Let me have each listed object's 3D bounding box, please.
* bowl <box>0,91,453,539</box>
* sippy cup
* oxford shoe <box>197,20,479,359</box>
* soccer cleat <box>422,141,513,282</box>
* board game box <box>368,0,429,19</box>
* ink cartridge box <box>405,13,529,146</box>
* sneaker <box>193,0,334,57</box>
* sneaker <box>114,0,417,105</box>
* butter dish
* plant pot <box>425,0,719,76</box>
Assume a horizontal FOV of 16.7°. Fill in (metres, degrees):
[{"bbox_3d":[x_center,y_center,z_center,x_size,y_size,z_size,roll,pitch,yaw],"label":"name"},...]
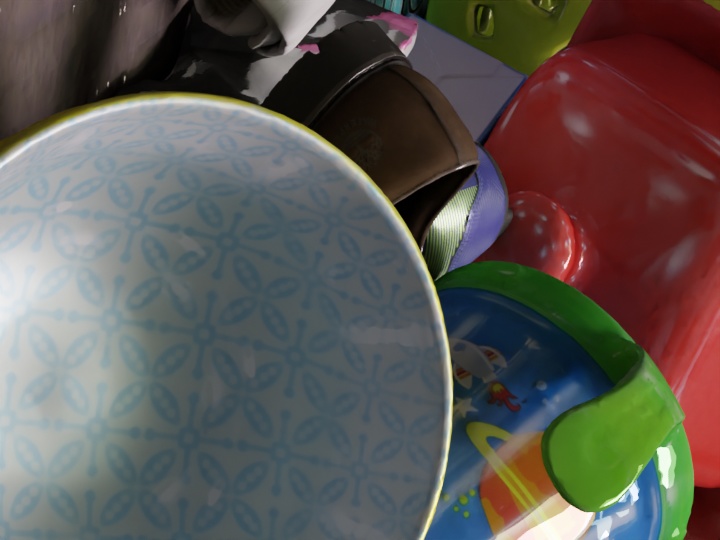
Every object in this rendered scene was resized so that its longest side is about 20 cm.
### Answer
[{"bbox_3d":[-0.081,0.042,0.790,0.107,0.199,0.201,8,-102,60],"label":"bowl"},{"bbox_3d":[0.030,0.085,0.893,0.130,0.139,0.179,-35,149,-36],"label":"sippy cup"},{"bbox_3d":[-0.029,0.017,0.865,0.073,0.084,0.200,-12,142,-57],"label":"oxford shoe"},{"bbox_3d":[-0.027,0.006,0.980,0.200,0.065,0.083,-34,166,36],"label":"soccer cleat"},{"bbox_3d":[0.003,-0.130,1.141,0.200,0.028,0.136,-48,152,-60],"label":"board game box"},{"bbox_3d":[0.000,0.000,1.113,0.115,0.068,0.201,-50,165,-49],"label":"ink cartridge box"},{"bbox_3d":[-0.025,-0.144,0.949,0.115,0.074,0.200,-42,-168,4],"label":"sneaker"},{"bbox_3d":[-0.051,-0.048,0.957,0.200,0.080,0.087,-41,153,-47],"label":"sneaker"},{"bbox_3d":[0.105,-0.007,1.018,0.147,0.199,0.201,3,119,-52],"label":"butter dish"},{"bbox_3d":[0.129,-0.082,1.207,0.182,0.199,0.199,-63,162,5],"label":"plant pot"}]
